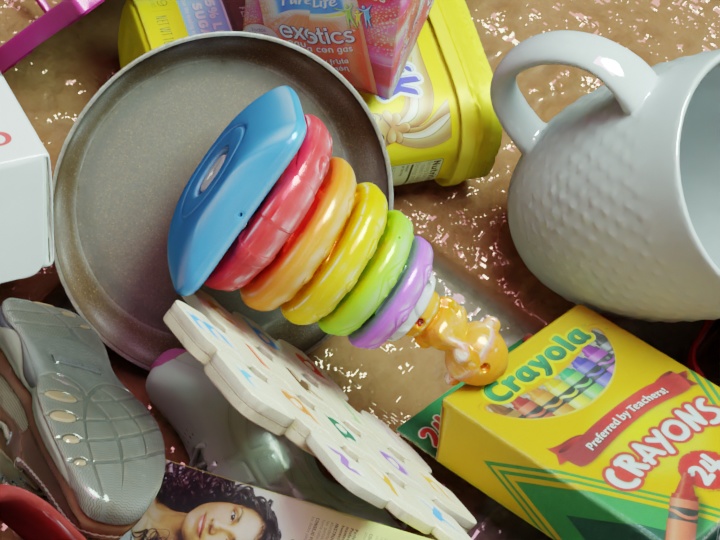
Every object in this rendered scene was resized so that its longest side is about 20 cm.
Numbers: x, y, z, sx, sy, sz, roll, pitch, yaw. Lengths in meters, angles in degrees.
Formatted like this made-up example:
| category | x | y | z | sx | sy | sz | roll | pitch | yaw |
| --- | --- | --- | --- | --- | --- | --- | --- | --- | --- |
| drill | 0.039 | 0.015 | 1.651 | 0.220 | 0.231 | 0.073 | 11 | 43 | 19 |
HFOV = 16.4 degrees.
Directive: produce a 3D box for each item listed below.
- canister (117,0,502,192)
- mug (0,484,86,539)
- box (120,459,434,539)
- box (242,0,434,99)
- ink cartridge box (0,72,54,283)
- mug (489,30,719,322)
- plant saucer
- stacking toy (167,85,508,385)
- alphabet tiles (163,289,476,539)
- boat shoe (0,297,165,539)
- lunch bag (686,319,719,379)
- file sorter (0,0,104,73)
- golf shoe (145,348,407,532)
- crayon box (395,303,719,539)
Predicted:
| category | x | y | z | sx | sy | sz | roll | pitch | yaw |
| --- | --- | --- | --- | --- | --- | --- | --- | --- | --- |
| canister | -0.033 | -0.110 | 1.496 | 0.198 | 0.087 | 0.149 | -10 | 62 | -18 |
| mug | -0.136 | 0.201 | 1.190 | 0.133 | 0.200 | 0.179 | 17 | 94 | 25 |
| box | -0.029 | 0.157 | 1.283 | 0.199 | 0.050 | 0.076 | 13 | 79 | 22 |
| box | 0.007 | -0.210 | 1.455 | 0.094 | 0.103 | 0.201 | 16 | 48 | 8 |
| ink cartridge box | -0.270 | -0.075 | 1.381 | 0.145 | 0.084 | 0.200 | -15 | 44 | -22 |
| mug | 0.157 | -0.060 | 1.430 | 0.200 | 0.175 | 0.148 | 45 | 60 | -24 |
| plant saucer | -0.080 | -0.037 | 1.410 | 0.199 | 0.202 | 0.032 | -4 | 16 | -15 |
| stacking toy | 0.000 | 0.000 | 1.356 | 0.199 | 0.116 | 0.110 | 33 | 11 | -15 |
| alphabet tiles | -0.020 | 0.081 | 1.327 | 0.015 | 0.200 | 0.196 | -50 | 44 | 7 |
| boat shoe | -0.156 | 0.089 | 1.314 | 0.075 | 0.072 | 0.200 | 19 | 19 | -25 |
| lunch bag | 0.279 | 0.059 | 1.478 | 0.175 | 0.082 | 0.201 | 8 | 56 | -4 |
| file sorter | -0.158 | -0.234 | 1.484 | 0.200 | 0.139 | 0.126 | -41 | 100 | -30 |
| golf shoe | -0.055 | 0.126 | 1.356 | 0.200 | 0.075 | 0.091 | 43 | 63 | 15 |
| crayon box | 0.132 | 0.094 | 1.390 | 0.199 | 0.051 | 0.127 | 31 | 46 | 30 |
